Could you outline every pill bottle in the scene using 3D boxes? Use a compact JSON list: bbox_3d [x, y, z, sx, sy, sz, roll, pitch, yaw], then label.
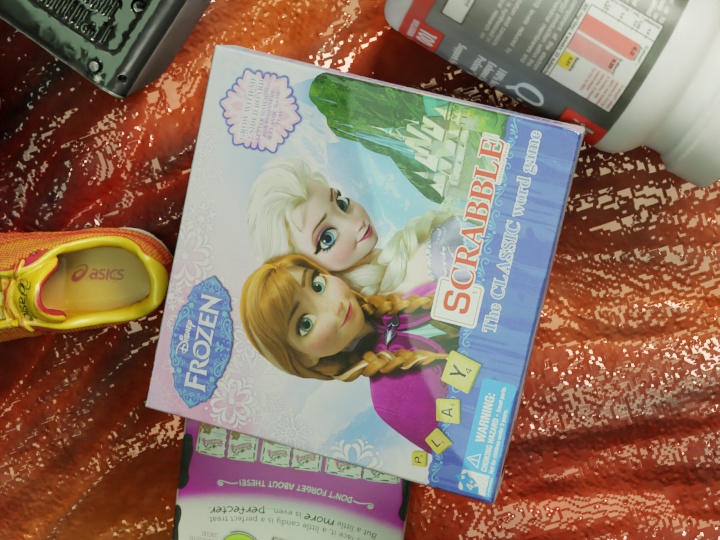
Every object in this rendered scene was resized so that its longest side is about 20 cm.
[{"bbox_3d":[0.122,-0.134,0.777,0.199,0.116,0.117,30,99,-1],"label":"pill bottle"}]

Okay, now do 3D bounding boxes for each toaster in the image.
[{"bbox_3d":[-0.143,-0.221,0.777,0.180,0.119,0.201,34,100,-3],"label":"toaster"}]

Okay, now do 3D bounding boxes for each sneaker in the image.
[{"bbox_3d":[-0.205,0.008,0.829,0.198,0.077,0.074,-12,96,-1],"label":"sneaker"}]

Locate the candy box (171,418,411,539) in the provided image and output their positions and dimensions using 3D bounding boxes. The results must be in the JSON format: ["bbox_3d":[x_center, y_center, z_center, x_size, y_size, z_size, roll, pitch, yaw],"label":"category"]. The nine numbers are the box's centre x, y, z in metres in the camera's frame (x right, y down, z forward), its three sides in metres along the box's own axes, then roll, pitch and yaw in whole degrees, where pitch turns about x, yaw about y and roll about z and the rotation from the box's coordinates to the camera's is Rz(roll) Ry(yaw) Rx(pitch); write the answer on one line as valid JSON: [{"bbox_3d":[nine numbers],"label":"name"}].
[{"bbox_3d":[-0.040,0.150,0.858,0.135,0.061,0.202,9,98,3],"label":"candy box"}]

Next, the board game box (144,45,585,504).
[{"bbox_3d":[0.000,0.000,0.772,0.198,0.041,0.202,13,100,10],"label":"board game box"}]
